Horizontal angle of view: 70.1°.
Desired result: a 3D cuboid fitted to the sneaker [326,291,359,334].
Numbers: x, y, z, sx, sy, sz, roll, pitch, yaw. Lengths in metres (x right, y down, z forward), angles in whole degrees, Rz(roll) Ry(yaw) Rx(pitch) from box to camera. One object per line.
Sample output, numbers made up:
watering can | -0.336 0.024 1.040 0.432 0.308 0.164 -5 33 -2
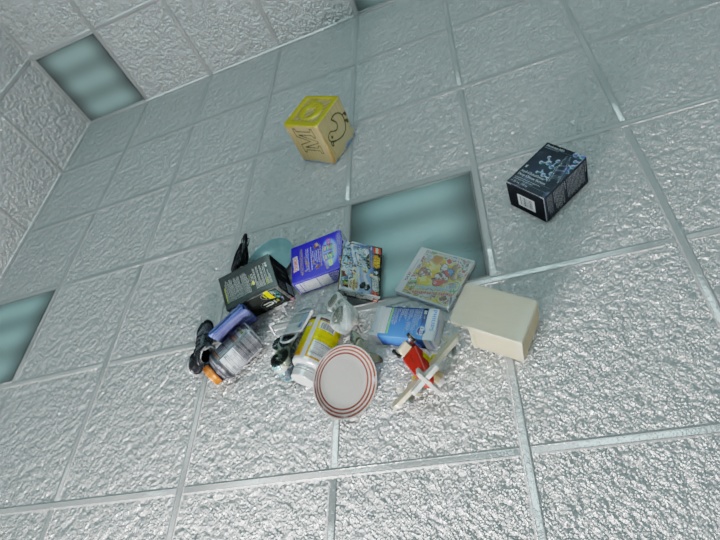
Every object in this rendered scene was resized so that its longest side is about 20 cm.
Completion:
sneaker | -0.038 0.136 1.528 0.078 0.099 0.201 -50 22 13

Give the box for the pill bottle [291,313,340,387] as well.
pill bottle | -0.135 0.240 1.540 0.108 0.110 0.202 4 56 30

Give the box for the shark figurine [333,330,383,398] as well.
shark figurine | -0.020 0.293 1.479 0.089 0.127 0.217 1 69 59

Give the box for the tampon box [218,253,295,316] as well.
tampon box | -0.352 0.062 1.748 0.198 0.150 0.128 -26 66 8

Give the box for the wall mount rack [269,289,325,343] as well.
wall mount rack | -0.190 0.140 1.624 0.171 0.075 0.201 -15 24 23

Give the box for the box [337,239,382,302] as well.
box | 0.000 0.000 1.664 0.135 0.040 0.202 12 52 -9

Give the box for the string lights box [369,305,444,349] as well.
string lights box | 0.135 0.164 1.494 0.197 0.059 0.104 2 55 29

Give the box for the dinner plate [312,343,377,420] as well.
dinner plate | -0.043 0.302 1.400 0.201 0.200 0.024 -55 23 -21

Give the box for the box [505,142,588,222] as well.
box | 0.578 -0.275 1.586 0.200 0.108 0.148 -42 46 -11

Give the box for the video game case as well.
video game case | 0.229 0.022 1.586 0.198 0.023 0.183 18 64 36

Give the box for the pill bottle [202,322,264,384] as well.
pill bottle | -0.414 0.274 1.661 0.200 0.107 0.106 -44 47 -12

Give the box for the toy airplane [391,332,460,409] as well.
toy airplane | 0.173 0.264 1.336 0.199 0.141 0.201 -24 36 46

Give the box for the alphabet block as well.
alphabet block | -0.170 -0.597 2.173 0.194 0.201 0.197 12 60 34

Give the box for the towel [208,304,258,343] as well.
towel | -0.412 0.184 1.683 0.145 0.200 0.024 -43 75 -9

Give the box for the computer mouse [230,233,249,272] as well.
computer mouse | -0.442 -0.042 1.918 0.200 0.052 0.141 144 139 -63

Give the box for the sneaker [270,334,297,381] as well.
sneaker | -0.230 0.268 1.594 0.077 0.087 0.201 -18 24 12

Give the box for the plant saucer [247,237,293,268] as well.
plant saucer | -0.328 -0.031 1.910 0.198 0.039 0.203 -14 48 16

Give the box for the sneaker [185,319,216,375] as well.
sneaker | -0.519 0.252 1.735 0.113 0.075 0.203 -23 48 41

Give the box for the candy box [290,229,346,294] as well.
candy box | -0.139 -0.029 1.782 0.197 0.077 0.171 -19 49 12

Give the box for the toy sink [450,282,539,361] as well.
toy sink | 0.357 0.137 1.366 0.198 0.113 0.131 15 61 30
